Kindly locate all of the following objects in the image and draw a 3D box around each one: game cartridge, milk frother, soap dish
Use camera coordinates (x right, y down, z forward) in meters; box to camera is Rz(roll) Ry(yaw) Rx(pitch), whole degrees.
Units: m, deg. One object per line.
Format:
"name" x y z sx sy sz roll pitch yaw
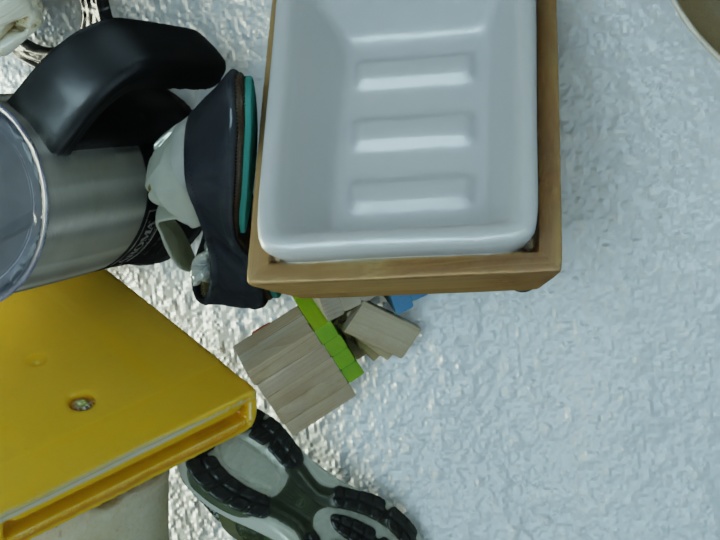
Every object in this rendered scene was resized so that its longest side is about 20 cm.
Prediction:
"game cartridge" -0.188 0.064 0.904 0.200 0.176 0.033 34 134 38
"milk frother" -0.199 -0.096 0.904 0.199 0.188 0.181 30 107 17
"soap dish" 0.028 -0.076 0.817 0.156 0.081 0.201 -3 61 11

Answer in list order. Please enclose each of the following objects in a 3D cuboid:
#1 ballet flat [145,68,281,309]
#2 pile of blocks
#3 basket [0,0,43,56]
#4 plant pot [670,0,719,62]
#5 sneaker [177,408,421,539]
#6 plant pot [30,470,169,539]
"ballet flat" -0.085 -0.038 0.871 0.073 0.200 0.073 -1 59 2
"pile of blocks" 0.000 0.000 0.913 0.200 0.082 0.062 -53 34 11
"basket" -0.257 -0.174 0.830 0.135 0.200 0.124 -33 122 5
"plant pot" 0.248 -0.178 0.731 0.199 0.134 0.201 4 100 23
"sneaker" -0.034 0.161 0.949 0.200 0.077 0.089 44 153 0
"plant pot" -0.190 0.191 0.929 0.200 0.200 0.184 16 107 20
